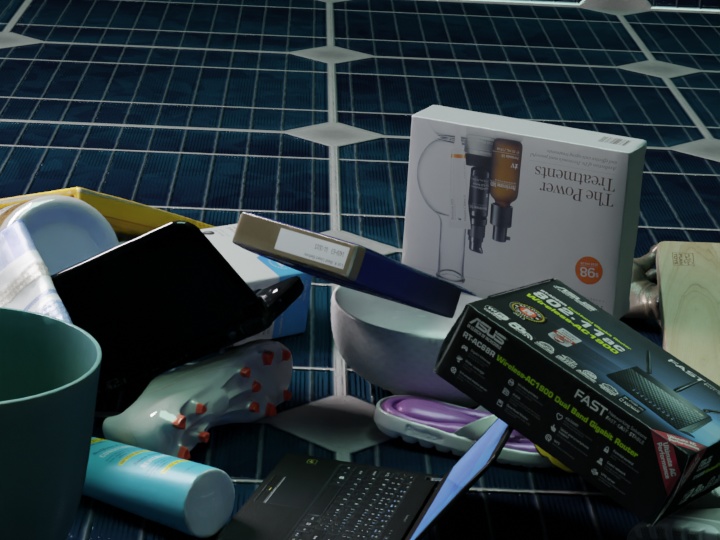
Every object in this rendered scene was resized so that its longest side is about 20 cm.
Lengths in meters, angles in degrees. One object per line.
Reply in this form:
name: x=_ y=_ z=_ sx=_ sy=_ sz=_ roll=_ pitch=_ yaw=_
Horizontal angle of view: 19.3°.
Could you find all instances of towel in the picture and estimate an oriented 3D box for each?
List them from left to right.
towel: x=-0.290 y=0.061 z=1.627 sx=0.147 sy=0.024 sz=0.200 roll=-37 pitch=46 yaw=6

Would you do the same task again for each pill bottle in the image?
pill bottle: x=-0.297 y=0.000 z=1.850 sx=0.114 sy=0.115 sz=0.200 roll=-8 pitch=0 yaw=-31

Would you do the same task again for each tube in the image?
tube: x=-0.179 y=0.152 z=1.575 sx=0.199 sy=0.051 sz=0.077 roll=11 pitch=11 yaw=41

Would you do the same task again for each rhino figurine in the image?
rhino figurine: x=0.259 y=0.014 z=2.046 sx=0.087 sy=0.060 sz=0.199 roll=-33 pitch=36 yaw=-30

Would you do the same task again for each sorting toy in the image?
sorting toy: x=0.351 y=0.068 z=1.786 sx=0.197 sy=0.070 sz=0.201 roll=2 pitch=40 yaw=2

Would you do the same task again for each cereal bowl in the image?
cereal bowl: x=0.072 y=0.064 z=1.819 sx=0.198 sy=0.084 sz=0.200 roll=3 pitch=17 yaw=-1

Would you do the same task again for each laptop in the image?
laptop: x=0.016 y=0.138 z=1.542 sx=0.199 sy=0.104 sz=0.177 roll=8 pitch=17 yaw=14

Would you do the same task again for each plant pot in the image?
plant pot: x=-0.274 y=0.131 z=1.420 sx=0.199 sy=0.162 sz=0.201 roll=2 pitch=17 yaw=-1

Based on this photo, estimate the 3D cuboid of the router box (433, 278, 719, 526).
router box: x=0.172 y=0.089 z=1.512 sx=0.200 sy=0.062 sz=0.150 roll=35 pitch=22 yaw=22

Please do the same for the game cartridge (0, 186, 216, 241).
game cartridge: x=-0.257 y=-0.036 z=2.004 sx=0.175 sy=0.033 sz=0.199 roll=-6 pitch=-15 yaw=38

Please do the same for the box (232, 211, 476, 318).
box: x=0.000 y=0.000 z=1.740 sx=0.121 sy=0.033 sz=0.200 roll=16 pitch=-2 yaw=35

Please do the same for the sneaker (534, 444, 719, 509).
sneaker: x=0.224 y=0.133 z=1.601 sx=0.199 sy=0.085 sz=0.074 roll=21 pitch=23 yaw=22

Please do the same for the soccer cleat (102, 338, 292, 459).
soccer cleat: x=-0.126 y=0.099 z=1.709 sx=0.077 sy=0.070 sz=0.200 roll=10 pitch=21 yaw=31

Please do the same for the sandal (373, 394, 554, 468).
sandal: x=0.110 y=0.119 z=1.703 sx=0.201 sy=0.050 sz=0.083 roll=6 pitch=20 yaw=5

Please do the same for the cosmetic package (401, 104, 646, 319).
cosmetic package: x=0.136 y=-0.049 z=1.801 sx=0.199 sy=0.152 sz=0.052 roll=11 pitch=21 yaw=23

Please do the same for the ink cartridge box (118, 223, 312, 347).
ink cartridge box: x=-0.157 y=0.020 z=1.927 sx=0.199 sy=0.067 sz=0.116 roll=-10 pitch=31 yaw=-37

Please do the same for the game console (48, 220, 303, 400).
game console: x=-0.172 y=0.023 z=1.728 sx=0.199 sy=0.117 sz=0.176 roll=-22 pitch=8 yaw=20

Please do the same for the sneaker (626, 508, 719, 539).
sneaker: x=0.287 y=0.193 z=1.456 sx=0.199 sy=0.075 sz=0.082 roll=11 pitch=21 yaw=27
